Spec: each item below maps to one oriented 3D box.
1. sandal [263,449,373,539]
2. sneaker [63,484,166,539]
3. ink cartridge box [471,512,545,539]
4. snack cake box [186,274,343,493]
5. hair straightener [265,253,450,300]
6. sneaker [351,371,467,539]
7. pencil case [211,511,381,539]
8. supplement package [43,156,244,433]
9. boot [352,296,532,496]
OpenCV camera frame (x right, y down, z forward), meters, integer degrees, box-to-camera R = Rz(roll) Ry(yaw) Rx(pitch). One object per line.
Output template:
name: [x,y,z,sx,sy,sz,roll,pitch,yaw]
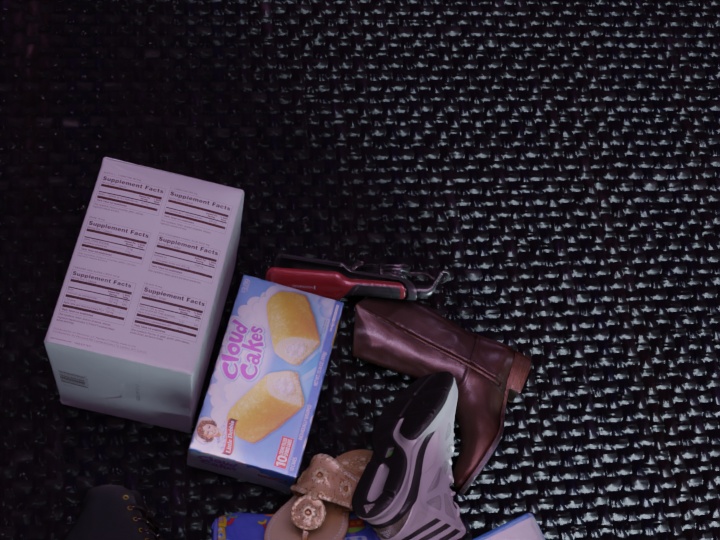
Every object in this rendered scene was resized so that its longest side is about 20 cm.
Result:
sandal: [-0.034,0.205,1.212,0.077,0.070,0.212,8,20,22]
sneaker: [-0.202,0.266,1.191,0.199,0.075,0.107,6,62,21]
ink cartridge box: [0.093,0.311,1.176,0.144,0.200,0.085,-22,75,-16]
snack cake box: [-0.098,0.118,1.304,0.114,0.067,0.201,16,65,-2]
hair straightener: [0.000,0.000,1.363,0.199,0.041,0.077,0,27,11]
sneaker: [0.065,0.202,1.240,0.116,0.075,0.201,54,42,-25]
pencil case: [-0.053,0.275,1.235,0.199,0.078,0.087,-3,52,-9]
supplement package: [-0.214,0.029,1.257,0.146,0.191,0.201,14,65,-3]
boot: [0.063,0.122,1.328,0.199,0.064,0.187,27,56,2]
